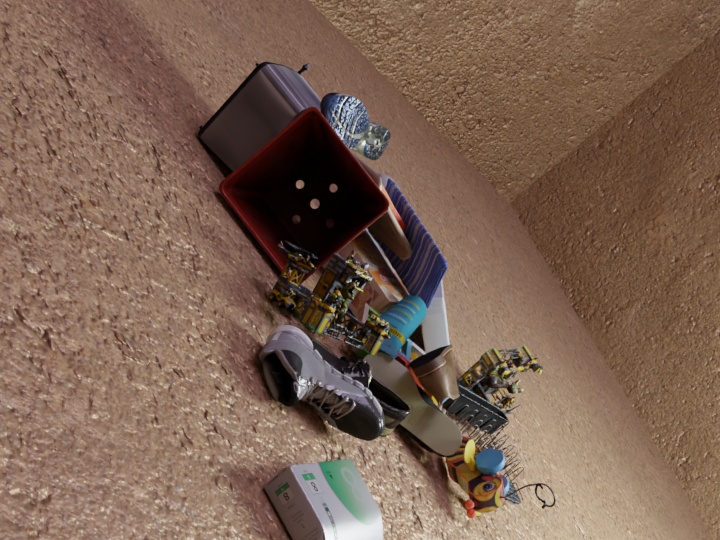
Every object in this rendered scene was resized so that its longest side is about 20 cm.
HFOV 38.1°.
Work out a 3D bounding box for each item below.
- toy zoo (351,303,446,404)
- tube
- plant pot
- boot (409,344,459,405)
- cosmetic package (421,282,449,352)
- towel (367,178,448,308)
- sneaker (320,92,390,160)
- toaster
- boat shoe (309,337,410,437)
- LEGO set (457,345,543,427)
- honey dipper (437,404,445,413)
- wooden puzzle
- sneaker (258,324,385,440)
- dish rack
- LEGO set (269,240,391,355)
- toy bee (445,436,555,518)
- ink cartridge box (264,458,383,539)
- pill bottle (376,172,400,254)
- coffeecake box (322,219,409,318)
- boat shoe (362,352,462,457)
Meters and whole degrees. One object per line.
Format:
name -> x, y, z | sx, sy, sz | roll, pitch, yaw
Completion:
toy zoo -> 0.070, 0.151, 1.709 | 0.199, 0.020, 0.132 | 40, 24, -13
tube -> 0.055, 0.092, 1.697 | 0.076, 0.051, 0.200 | 22, 22, 14
plant pot -> -0.083, -0.113, 1.690 | 0.201, 0.199, 0.176 | 51, 2, 2
boot -> 0.123, 0.166, 1.657 | 0.076, 0.073, 0.200 | 62, 10, -1
cosmetic package -> 0.139, 0.082, 1.982 | 0.201, 0.051, 0.154 | -86, 170, -68
towel -> 0.080, -0.041, 1.835 | 0.024, 0.146, 0.202 | -18, 61, -28
sneaker -> -0.028, -0.243, 1.734 | 0.084, 0.078, 0.200 | 29, -3, 28
toaster -> -0.151, -0.254, 1.767 | 0.119, 0.200, 0.180 | 48, 14, 10
boat shoe -> -0.008, 0.156, 1.499 | 0.200, 0.065, 0.074 | 43, 19, -26
LEGO set -> 0.275, 0.230, 1.993 | 0.117, 0.153, 0.199 | 57, 20, 22
honey dipper -> 0.064, 0.172, 1.730 | 0.200, 0.038, 0.038 | 48, 16, -5
wooden puzzle -> 0.013, -0.131, 1.799 | 0.185, 0.037, 0.201 | 43, -15, 40
sneaker -> -0.059, 0.165, 1.348 | 0.199, 0.075, 0.116 | 41, 21, 0
dish rack -> 0.223, 0.309, 1.820 | 0.152, 0.054, 0.202 | 31, 26, -38
LEGO set -> -0.031, 0.029, 1.527 | 0.199, 0.117, 0.153 | 27, 4, -41
toy bee -> 0.184, 0.323, 1.601 | 0.199, 0.108, 0.133 | -7, -72, 61
ink cartridge box -> -0.011, 0.312, 1.182 | 0.201, 0.050, 0.160 | 55, 16, 20
pill bottle -> 0.032, -0.108, 2.103 | 0.120, 0.119, 0.201 | 45, 17, -19
coffeecake box -> 0.000, 0.000, 1.855 | 0.202, 0.073, 0.153 | 56, 15, 17
boat shoe -> 0.073, 0.210, 1.623 | 0.201, 0.074, 0.063 | 44, -13, -1
